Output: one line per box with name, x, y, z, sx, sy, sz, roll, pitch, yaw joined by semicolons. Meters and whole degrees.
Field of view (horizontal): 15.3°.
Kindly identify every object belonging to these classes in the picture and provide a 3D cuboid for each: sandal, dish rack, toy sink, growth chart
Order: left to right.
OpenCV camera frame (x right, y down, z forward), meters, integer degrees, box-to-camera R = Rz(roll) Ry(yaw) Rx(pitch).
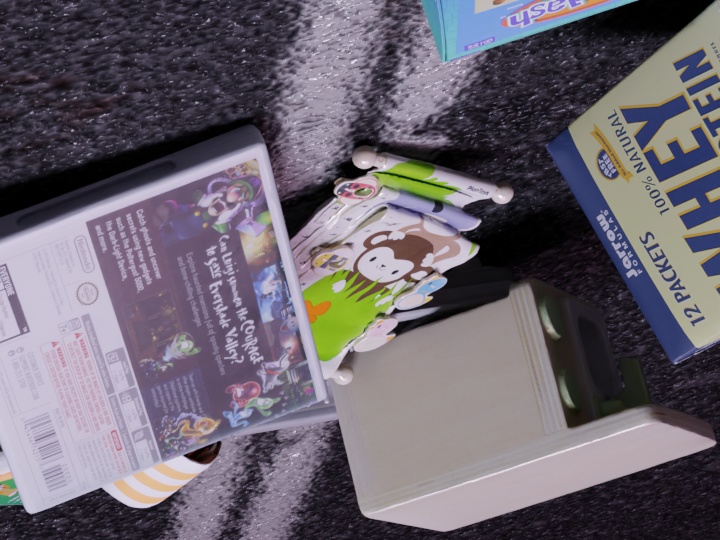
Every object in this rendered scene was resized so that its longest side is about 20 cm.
sandal;-0.136;0.112;1.592;0.206;0.059;0.079;-21;177;37
growth chart;0.000;0.000;1.561;0.144;0.018;0.200;7;137;-40
dish rack;0.004;0.046;1.735;0.171;0.044;0.200;-9;160;-28
toy sink;0.101;0.078;1.675;0.199;0.112;0.130;-20;163;22

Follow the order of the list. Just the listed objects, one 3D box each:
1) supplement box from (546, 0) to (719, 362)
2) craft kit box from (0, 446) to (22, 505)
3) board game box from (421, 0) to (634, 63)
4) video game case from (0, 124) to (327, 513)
supplement box;0.245;-0.079;1.362;0.200;0.135;0.200;-22;168;-39
craft kit box;-0.219;0.092;1.661;0.197;0.049;0.200;7;150;-47
board game box;0.097;-0.169;1.190;0.152;0.045;0.200;-18;162;-2
video game case;-0.119;0.029;1.438;0.181;0.023;0.200;-21;134;-8
